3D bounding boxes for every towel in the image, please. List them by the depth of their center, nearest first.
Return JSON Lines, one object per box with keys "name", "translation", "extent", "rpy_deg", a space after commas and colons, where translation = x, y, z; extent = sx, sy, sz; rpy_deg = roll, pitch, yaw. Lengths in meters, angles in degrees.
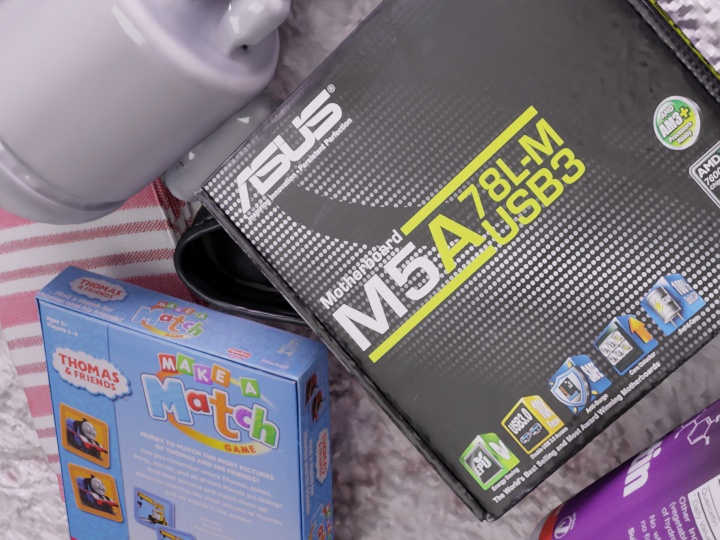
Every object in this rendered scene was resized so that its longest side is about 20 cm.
{"name": "towel", "translation": [-0.131, 0.034, 0.922], "extent": [0.145, 0.030, 0.202], "rpy_deg": [-6, 107, 34]}

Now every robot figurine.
{"name": "robot figurine", "translation": [-0.116, -0.096, 0.784], "extent": [0.199, 0.114, 0.169], "rpy_deg": [-34, 121, 30]}

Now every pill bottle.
{"name": "pill bottle", "translation": [0.166, 0.110, 0.719], "extent": [0.113, 0.112, 0.200], "rpy_deg": [50, 128, 1]}

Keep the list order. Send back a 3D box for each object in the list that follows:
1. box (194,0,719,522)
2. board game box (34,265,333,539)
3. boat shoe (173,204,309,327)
{"name": "box", "translation": [0.062, -0.029, 0.722], "extent": [0.200, 0.048, 0.193], "rpy_deg": [-42, 90, 19]}
{"name": "board game box", "translation": [-0.086, 0.107, 0.878], "extent": [0.150, 0.037, 0.202], "rpy_deg": [16, 128, 23]}
{"name": "boat shoe", "translation": [0.000, 0.000, 0.800], "extent": [0.198, 0.062, 0.076], "rpy_deg": [9, 116, 27]}
